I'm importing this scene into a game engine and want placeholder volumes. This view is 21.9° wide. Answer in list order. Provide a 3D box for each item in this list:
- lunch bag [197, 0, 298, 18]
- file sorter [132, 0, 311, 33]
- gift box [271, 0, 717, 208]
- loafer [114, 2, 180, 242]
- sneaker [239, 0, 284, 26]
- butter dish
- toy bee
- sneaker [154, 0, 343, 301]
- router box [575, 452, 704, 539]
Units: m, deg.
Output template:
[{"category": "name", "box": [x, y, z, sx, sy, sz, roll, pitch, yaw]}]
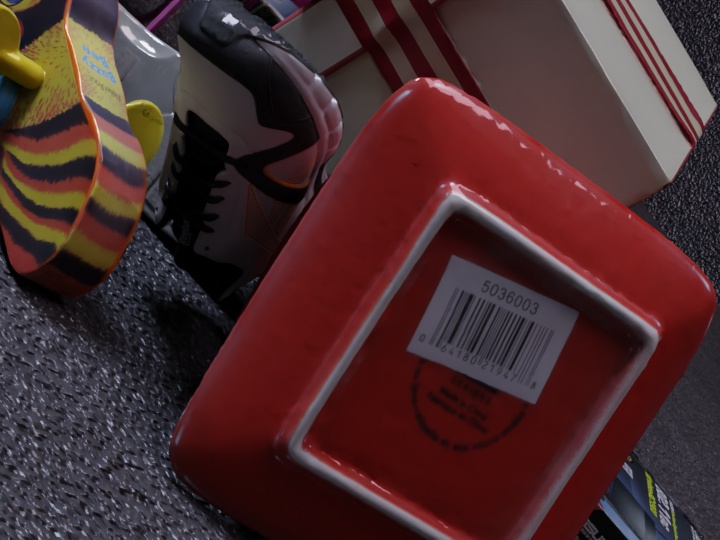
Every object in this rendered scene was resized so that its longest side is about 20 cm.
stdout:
[{"category": "lunch bag", "box": [-0.027, -0.184, 1.295, 0.075, 0.160, 0.201, 37, 17, -42]}, {"category": "file sorter", "box": [-0.108, -0.180, 1.093, 0.139, 0.125, 0.201, 33, 20, -51]}, {"category": "gift box", "box": [0.072, -0.116, 0.944, 0.188, 0.199, 0.185, 57, 21, -6]}, {"category": "loafer", "box": [-0.108, -0.085, 0.967, 0.200, 0.072, 0.063, 48, 6, 4]}, {"category": "sneaker", "box": [-0.035, -0.088, 1.194, 0.201, 0.078, 0.089, 59, 16, 3]}, {"category": "butter dish", "box": [0.023, 0.029, 0.833, 0.199, 0.200, 0.148, 32, 3, -27]}, {"category": "toy bee", "box": [-0.138, -0.095, 0.800, 0.201, 0.108, 0.131, 53, 14, 11]}, {"category": "sneaker", "box": [-0.055, -0.047, 0.825, 0.074, 0.080, 0.201, 42, -16, 22]}, {"category": "router box", "box": [0.153, 0.165, 1.148, 0.150, 0.062, 0.200, 50, 13, -5]}]
